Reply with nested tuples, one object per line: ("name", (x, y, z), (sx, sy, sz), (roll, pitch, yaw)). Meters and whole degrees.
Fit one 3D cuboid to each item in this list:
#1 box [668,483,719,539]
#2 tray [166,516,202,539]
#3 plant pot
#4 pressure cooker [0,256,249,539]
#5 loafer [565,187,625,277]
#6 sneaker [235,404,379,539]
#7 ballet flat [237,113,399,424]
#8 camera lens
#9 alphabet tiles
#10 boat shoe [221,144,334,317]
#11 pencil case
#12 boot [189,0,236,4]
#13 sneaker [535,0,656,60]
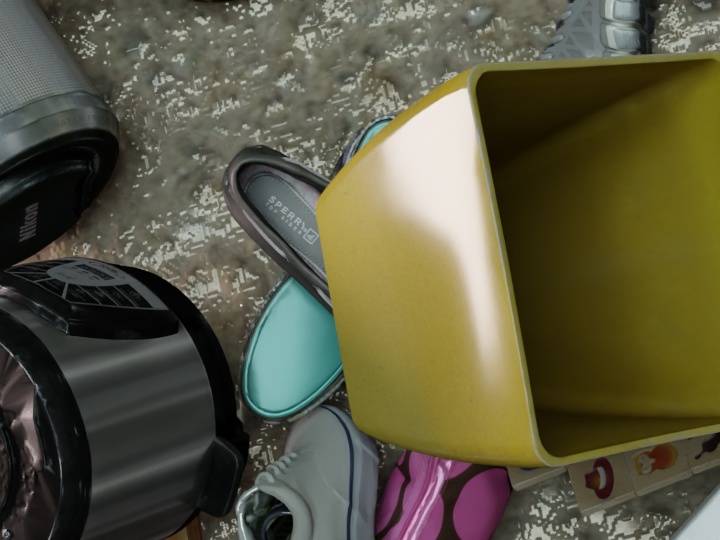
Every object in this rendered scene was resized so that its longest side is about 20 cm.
("box", (0.281, 0.182, 1.376), (0.199, 0.131, 0.200), (43, 93, 16))
("tray", (-0.154, 0.125, 1.546), (0.098, 0.037, 0.201), (-10, 80, 12))
("plant pot", (0.089, 0.003, 1.344), (0.176, 0.199, 0.201), (-15, 84, 50))
("pressure cooker", (-0.171, 0.085, 1.440), (0.178, 0.200, 0.177), (-27, 83, 35))
("loafer", (0.206, -0.053, 1.437), (0.200, 0.076, 0.068), (-37, 40, -5))
("sneaker", (-0.033, 0.134, 1.437), (0.071, 0.200, 0.073), (27, 113, -19))
("ballet flat", (-0.010, 0.002, 1.511), (0.072, 0.072, 0.201), (27, 90, 17))
("camera lens", (-0.256, -0.107, 1.542), (0.160, 0.160, 0.200), (-38, 75, 6))
("alphabet tiles", (0.151, 0.045, 1.444), (0.166, 0.008, 0.201), (-22, 47, 10))
("boat shoe", (0.000, 0.000, 1.447), (0.200, 0.057, 0.067), (38, 91, 4))
("pencil case", (0.023, 0.178, 1.461), (0.090, 0.094, 0.201), (22, 85, 32))
("boot", (-0.122, -0.199, 1.545), (0.199, 0.074, 0.076), (-13, 88, -13))
("sneaker", (0.116, -0.136, 1.498), (0.115, 0.075, 0.202), (-1, 82, 17))
